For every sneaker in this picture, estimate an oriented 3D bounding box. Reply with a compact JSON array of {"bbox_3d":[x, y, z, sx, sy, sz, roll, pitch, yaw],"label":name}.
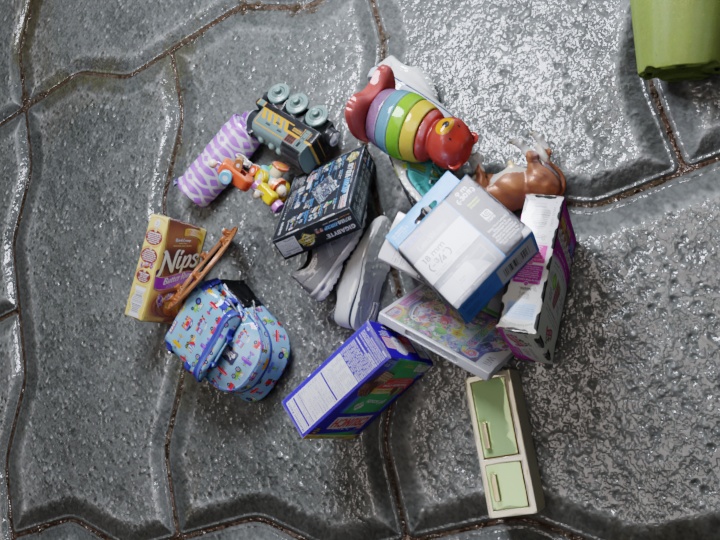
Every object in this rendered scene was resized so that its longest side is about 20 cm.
[{"bbox_3d":[-0.052,-0.053,1.191,0.081,0.075,0.204,29,77,-14],"label":"sneaker"},{"bbox_3d":[0.000,0.000,1.189,0.079,0.076,0.205,17,87,43],"label":"sneaker"},{"bbox_3d":[0.104,-0.155,1.136,0.078,0.078,0.203,-27,51,10],"label":"sneaker"},{"bbox_3d":[0.100,-0.310,1.184,0.199,0.073,0.071,41,84,19],"label":"sneaker"}]

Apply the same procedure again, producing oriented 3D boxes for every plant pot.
[{"bbox_3d":[0.456,-0.372,0.957,0.195,0.199,0.196,3,96,27],"label":"plant pot"}]

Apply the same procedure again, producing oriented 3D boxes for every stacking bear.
[{"bbox_3d":[0.090,-0.225,1.092,0.197,0.115,0.122,29,67,28],"label":"stacking bear"}]

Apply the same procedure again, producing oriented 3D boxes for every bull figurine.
[{"bbox_3d":[0.221,-0.135,1.087,0.195,0.065,0.125,-17,96,19],"label":"bull figurine"}]

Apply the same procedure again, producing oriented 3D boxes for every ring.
[{"bbox_3d":[-0.301,-0.009,1.293,0.019,0.201,0.200,41,106,-15],"label":"ring"}]

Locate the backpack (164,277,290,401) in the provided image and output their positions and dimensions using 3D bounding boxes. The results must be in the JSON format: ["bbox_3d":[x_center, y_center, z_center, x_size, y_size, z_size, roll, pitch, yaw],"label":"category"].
[{"bbox_3d":[-0.235,0.136,1.254,0.200,0.134,0.184,42,102,23],"label":"backpack"}]

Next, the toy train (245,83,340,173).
[{"bbox_3d":[-0.129,-0.266,1.275,0.198,0.086,0.115,34,75,28],"label":"toy train"}]

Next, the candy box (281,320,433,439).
[{"bbox_3d":[-0.002,0.182,1.101,0.200,0.168,0.078,-43,62,16],"label":"candy box"}]

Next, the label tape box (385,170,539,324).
[{"bbox_3d":[0.128,-0.050,0.959,0.144,0.063,0.200,-45,57,2],"label":"label tape box"}]

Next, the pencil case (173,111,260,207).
[{"bbox_3d":[-0.280,-0.218,1.368,0.199,0.084,0.086,-43,29,14],"label":"pencil case"}]

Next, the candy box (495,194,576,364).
[{"bbox_3d":[0.256,0.014,0.986,0.059,0.136,0.205,6,69,28],"label":"candy box"}]

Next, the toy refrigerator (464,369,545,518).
[{"bbox_3d":[0.216,0.258,1.030,0.074,0.070,0.206,-14,76,24],"label":"toy refrigerator"}]

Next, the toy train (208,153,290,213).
[{"bbox_3d":[-0.186,-0.179,1.239,0.149,0.201,0.056,37,107,-10],"label":"toy train"}]

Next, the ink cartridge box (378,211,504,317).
[{"bbox_3d":[0.145,-0.006,1.067,0.197,0.145,0.086,27,92,28],"label":"ink cartridge box"}]

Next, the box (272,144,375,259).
[{"bbox_3d":[-0.060,-0.121,1.187,0.156,0.046,0.203,-21,34,24],"label":"box"}]

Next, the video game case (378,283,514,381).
[{"bbox_3d":[0.144,0.088,1.061,0.197,0.142,0.018,27,123,28],"label":"video game case"}]

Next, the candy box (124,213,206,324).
[{"bbox_3d":[-0.385,0.001,1.363,0.055,0.116,0.206,13,88,28],"label":"candy box"}]
